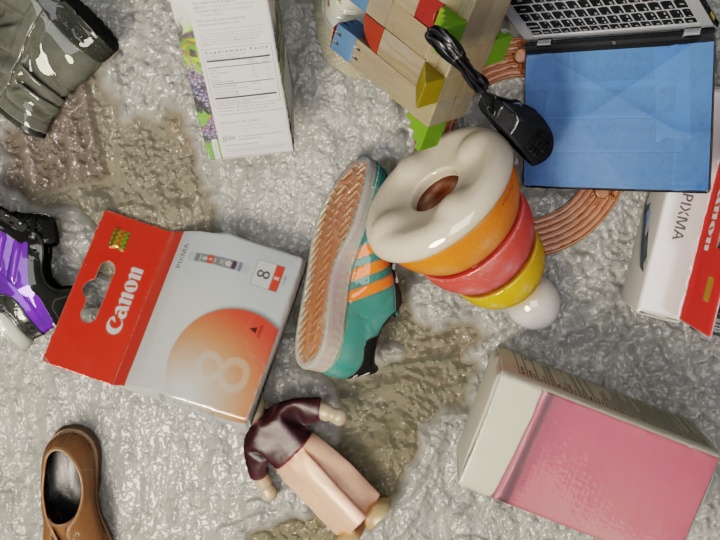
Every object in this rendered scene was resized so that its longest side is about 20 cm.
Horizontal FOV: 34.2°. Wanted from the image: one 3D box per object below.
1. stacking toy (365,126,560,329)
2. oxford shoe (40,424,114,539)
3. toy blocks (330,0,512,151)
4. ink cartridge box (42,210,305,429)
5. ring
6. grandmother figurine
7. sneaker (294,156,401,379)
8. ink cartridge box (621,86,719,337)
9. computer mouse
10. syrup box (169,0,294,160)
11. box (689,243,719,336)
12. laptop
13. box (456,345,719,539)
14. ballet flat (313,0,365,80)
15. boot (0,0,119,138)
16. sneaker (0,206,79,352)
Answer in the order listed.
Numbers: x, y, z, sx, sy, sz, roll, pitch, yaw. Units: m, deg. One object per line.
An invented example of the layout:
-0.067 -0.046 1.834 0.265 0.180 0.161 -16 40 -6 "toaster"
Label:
0.112 -0.012 1.026 0.146 0.146 0.200 -39 120 6 "stacking toy"
-0.274 0.252 1.107 0.071 0.071 0.201 -8 97 3 "oxford shoe"
0.048 -0.222 0.969 0.137 0.100 0.201 43 133 25 "toy blocks"
-0.167 0.035 1.059 0.199 0.050 0.163 19 70 -1 "ink cartridge box"
0.148 -0.111 1.069 0.199 0.019 0.202 0 95 4 "ring"
-0.061 0.167 1.089 0.200 0.061 0.121 43 96 -2 "grandmother figurine"
0.000 0.000 1.070 0.080 0.071 0.201 17 83 -33 "sneaker"
0.276 -0.056 0.986 0.044 0.176 0.201 12 96 2 "ink cartridge box"
0.109 -0.143 0.938 0.034 0.200 0.059 -43 55 7 "computer mouse"
-0.106 -0.194 0.989 0.081 0.079 0.200 -6 139 2 "syrup box"
0.359 -0.059 0.937 0.117 0.200 0.198 14 69 2 "box"
0.179 -0.168 0.950 0.200 0.187 0.116 42 65 -40 "laptop"
0.194 0.160 1.036 0.199 0.128 0.109 21 97 2 "box"
-0.010 -0.271 1.041 0.067 0.062 0.201 1 96 4 "ballet flat"
-0.329 -0.227 1.069 0.131 0.068 0.200 -42 90 12 "boot"
-0.334 -0.032 1.089 0.099 0.070 0.200 -35 96 0 "sneaker"
